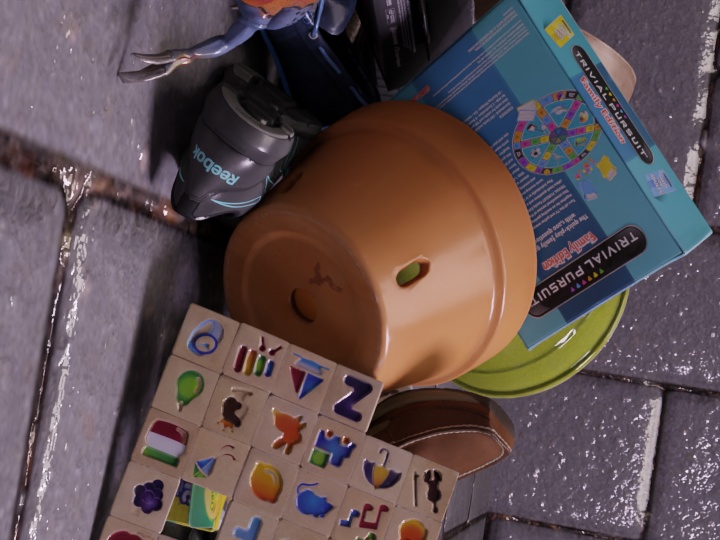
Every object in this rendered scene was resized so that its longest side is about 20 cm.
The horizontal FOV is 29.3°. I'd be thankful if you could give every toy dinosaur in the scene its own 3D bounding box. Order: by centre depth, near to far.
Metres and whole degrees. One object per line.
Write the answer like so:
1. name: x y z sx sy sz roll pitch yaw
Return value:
1. toy dinosaur: -0.051 -0.178 0.763 0.181 0.197 0.107 -141 -143 -69

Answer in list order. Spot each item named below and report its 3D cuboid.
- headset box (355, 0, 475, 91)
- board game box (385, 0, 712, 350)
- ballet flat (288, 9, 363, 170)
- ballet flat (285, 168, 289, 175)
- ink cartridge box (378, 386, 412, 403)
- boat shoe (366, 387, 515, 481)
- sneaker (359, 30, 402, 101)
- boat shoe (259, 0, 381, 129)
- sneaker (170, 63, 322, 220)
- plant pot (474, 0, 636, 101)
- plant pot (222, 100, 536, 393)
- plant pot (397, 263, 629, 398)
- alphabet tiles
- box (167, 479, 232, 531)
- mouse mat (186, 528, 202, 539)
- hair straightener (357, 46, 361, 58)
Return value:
1. headset box: 0.021 -0.242 0.980 0.149 0.076 0.202 75 -3 -61
2. board game box: 0.119 -0.069 0.931 0.047 0.151 0.201 -29 85 -47
3. ballet flat: -0.031 -0.167 1.067 0.067 0.046 0.203 150 -46 -64
4. ballet flat: -0.021 -0.023 1.158 0.201 0.062 0.069 81 22 -54
5. ink cartridge box: -0.001 0.115 1.127 0.146 0.083 0.202 84 -5 -49
6. boat shoe: 0.013 0.138 0.925 0.076 0.198 0.075 45 41 -32
7. sneaker: 0.026 -0.187 1.102 0.082 0.069 0.203 -43 -143 53
8. boat shoe: -0.032 -0.186 0.945 0.201 0.068 0.085 64 26 -52
9. sneaker: -0.080 -0.083 0.892 0.080 0.075 0.200 -54 180 13
10. plant pot: 0.125 -0.151 1.165 0.201 0.198 0.094 39 71 -75
11. plant pot: 0.000 0.000 0.932 0.139 0.198 0.203 -29 130 -47
12. plant pot: 0.094 -0.028 1.109 0.193 0.198 0.203 44 53 -50
13. alphabet tiles: -0.043 0.135 0.841 0.169 0.198 0.008 -69 -168 -10
14. box: -0.092 0.120 0.975 0.200 0.048 0.119 39 60 -78
15. mouse mat: -0.133 0.291 0.949 0.161 0.007 0.202 84 19 -64
16. hair straightener: -0.003 -0.205 1.170 0.078 0.040 0.202 84 19 -49
